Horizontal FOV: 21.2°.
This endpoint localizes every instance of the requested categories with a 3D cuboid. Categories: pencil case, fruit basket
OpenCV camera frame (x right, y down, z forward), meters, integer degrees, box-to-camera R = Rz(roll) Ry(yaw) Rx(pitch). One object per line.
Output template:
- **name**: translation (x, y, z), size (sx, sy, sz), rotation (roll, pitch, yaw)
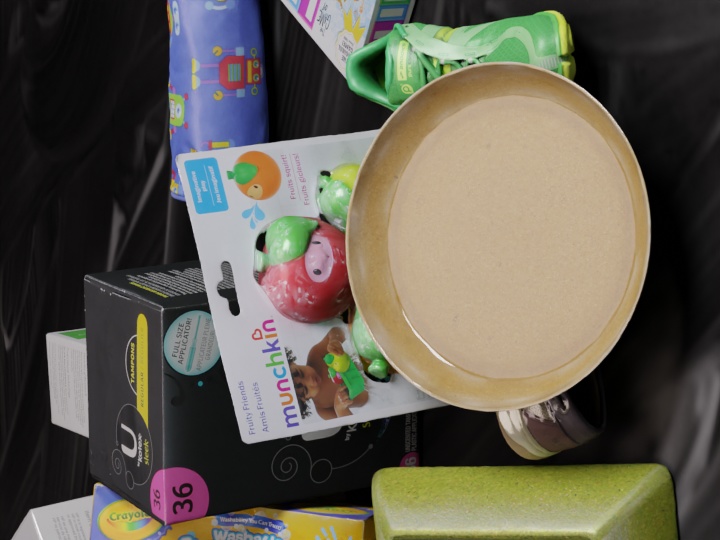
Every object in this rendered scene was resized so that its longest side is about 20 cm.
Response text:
- **pencil case**: translation (-0.111, -0.150, 1.460), size (0.087, 0.078, 0.200), rotation (10, 105, 57)
- **fruit basket**: translation (0.000, 0.000, 1.193), size (0.094, 0.200, 0.186), rotation (-31, 69, 58)

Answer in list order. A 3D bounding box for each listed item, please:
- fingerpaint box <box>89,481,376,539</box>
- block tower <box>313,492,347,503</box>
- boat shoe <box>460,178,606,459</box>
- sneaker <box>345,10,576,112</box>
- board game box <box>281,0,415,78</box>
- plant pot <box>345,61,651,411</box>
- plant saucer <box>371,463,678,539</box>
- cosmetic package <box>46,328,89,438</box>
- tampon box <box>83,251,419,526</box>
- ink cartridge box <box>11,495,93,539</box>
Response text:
- **fingerpaint box**: translation (-0.089, 0.239, 1.344), size (0.200, 0.073, 0.167), rotation (5, 91, 17)
- **block tower**: translation (-0.061, 0.119, 1.459), size (0.054, 0.058, 0.200), rotation (-40, 64, 56)
- **boat shoe**: translation (0.109, 0.010, 1.148), size (0.065, 0.072, 0.200), rotation (-15, 77, 39)
- **sneaker**: translation (0.060, -0.117, 1.180), size (0.200, 0.083, 0.074), rotation (2, 98, 58)
- **board game box**: translation (-0.022, -0.240, 1.336), size (0.200, 0.034, 0.135), rotation (52, 138, 40)
- **plant pot**: translation (0.081, -0.019, 1.110), size (0.200, 0.027, 0.201), rotation (-2, 87, 33)
- **plant saucer**: translation (0.092, 0.219, 1.146), size (0.200, 0.048, 0.200), rotation (-4, 93, 30)
- **cosmetic package**: translation (-0.172, 0.097, 1.588), size (0.200, 0.107, 0.085), rotation (7, 102, 56)
- **tampon box**: translation (-0.074, 0.073, 1.331), size (0.126, 0.200, 0.150), rotation (18, 113, 56)
- **ink cartridge box**: translation (-0.165, 0.260, 1.521), size (0.145, 0.200, 0.147), rotation (-53, 52, 52)
